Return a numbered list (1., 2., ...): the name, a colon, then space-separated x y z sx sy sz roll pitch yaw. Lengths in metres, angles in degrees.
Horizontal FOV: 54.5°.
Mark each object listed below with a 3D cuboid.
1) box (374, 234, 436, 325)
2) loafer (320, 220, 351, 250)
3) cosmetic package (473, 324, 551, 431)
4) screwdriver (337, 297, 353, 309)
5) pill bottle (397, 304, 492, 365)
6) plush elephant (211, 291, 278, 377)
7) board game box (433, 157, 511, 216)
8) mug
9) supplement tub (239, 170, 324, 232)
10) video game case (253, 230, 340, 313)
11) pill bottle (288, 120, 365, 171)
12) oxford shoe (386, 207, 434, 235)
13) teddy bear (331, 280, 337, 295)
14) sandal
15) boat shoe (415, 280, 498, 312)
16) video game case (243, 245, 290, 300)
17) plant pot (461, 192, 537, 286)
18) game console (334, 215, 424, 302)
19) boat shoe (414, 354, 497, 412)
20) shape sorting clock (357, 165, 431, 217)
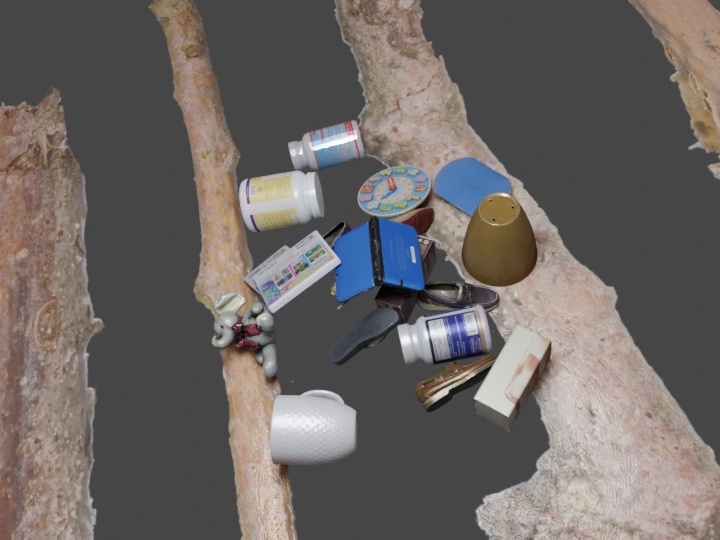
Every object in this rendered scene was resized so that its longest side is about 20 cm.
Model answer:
1. box: 0.112 0.021 1.697 0.075 0.100 0.200 17 64 21
2. loafer: -0.105 -0.056 1.804 0.200 0.063 0.072 -40 60 -13
3. cosmetic package: 0.334 0.234 1.528 0.087 0.103 0.200 26 69 24
4. screwdriver: 0.026 0.032 1.640 0.200 0.028 0.029 -43 84 -9
5. pill bottle: 0.191 0.152 1.595 0.200 0.116 0.116 -11 59 4
6. plush elephant: -0.283 0.142 1.671 0.155 0.165 0.200 -5 29 -7
7. board game box: 0.293 -0.210 1.835 0.200 0.039 0.158 36 67 21
8. mug: -0.095 0.335 1.540 0.175 0.148 0.200 2 30 3
9. supplement tub: -0.206 -0.184 1.851 0.200 0.145 0.145 -8 59 6
10. video game case: -0.157 -0.001 1.686 0.200 0.024 0.182 -36 32 -2
11. pill bottle: -0.093 -0.340 1.941 0.200 0.109 0.109 -15 58 2
12. oxford shoe: 0.108 -0.120 1.772 0.075 0.070 0.200 21 34 39
13. teddy bear: 0.000 0.000 1.720 0.067 0.200 0.145 45 111 -9
14. sandal: 0.013 0.154 1.647 0.200 0.043 0.076 -35 40 19
15. boat shoe: 0.233 0.059 1.657 0.200 0.065 0.072 4 60 -1
16. video game case: -0.202 0.012 1.755 0.143 0.018 0.200 -39 32 -12
17. plant pot: 0.328 -0.090 1.662 0.186 0.200 0.186 -5 60 9
18. game console: 0.041 -0.015 1.624 0.171 0.118 0.200 13 47 -20
19. boat shoe: 0.213 0.235 1.567 0.200 0.072 0.068 -29 60 -7
20. shape sorting clock: 0.088 -0.212 1.840 0.200 0.039 0.200 -15 42 14
